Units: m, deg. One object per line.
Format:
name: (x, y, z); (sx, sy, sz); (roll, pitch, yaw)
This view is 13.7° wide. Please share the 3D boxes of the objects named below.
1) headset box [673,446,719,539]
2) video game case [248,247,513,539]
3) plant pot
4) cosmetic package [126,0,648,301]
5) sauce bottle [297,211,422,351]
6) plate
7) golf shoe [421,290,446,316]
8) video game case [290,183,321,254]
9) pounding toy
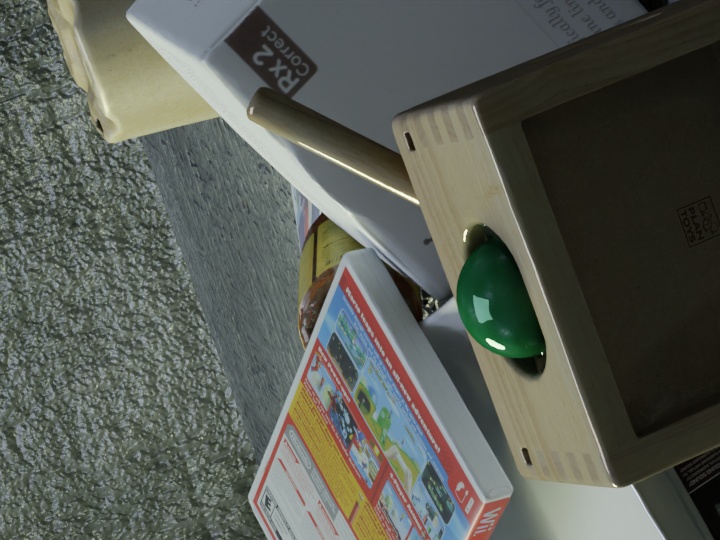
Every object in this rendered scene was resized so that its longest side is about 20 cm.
headset box: (0.162, 0.116, 1.340); (0.200, 0.075, 0.149); (53, 159, 20)
video game case: (0.005, 0.105, 1.406); (0.143, 0.017, 0.200); (60, 148, 29)
plant pot: (-0.120, -0.184, 2.115); (0.200, 0.183, 0.201); (159, 90, -81)
cosmetic package: (0.014, -0.114, 1.422); (0.165, 0.165, 0.200); (44, 178, -19)
sauce bottle: (0.000, 0.000, 1.562); (0.200, 0.066, 0.066); (-87, -21, -71)
plate: (0.095, 0.095, 1.314); (0.201, 0.032, 0.200); (60, 162, 5)
golf shoe: (0.074, -0.031, 1.632); (0.078, 0.094, 0.201); (37, 144, 43)
video game case: (-0.024, -0.089, 1.893); (0.200, 0.023, 0.183); (-101, 14, -61)
pounding toy: (0.091, -0.022, 1.180); (0.185, 0.199, 0.142); (69, 163, -5)
